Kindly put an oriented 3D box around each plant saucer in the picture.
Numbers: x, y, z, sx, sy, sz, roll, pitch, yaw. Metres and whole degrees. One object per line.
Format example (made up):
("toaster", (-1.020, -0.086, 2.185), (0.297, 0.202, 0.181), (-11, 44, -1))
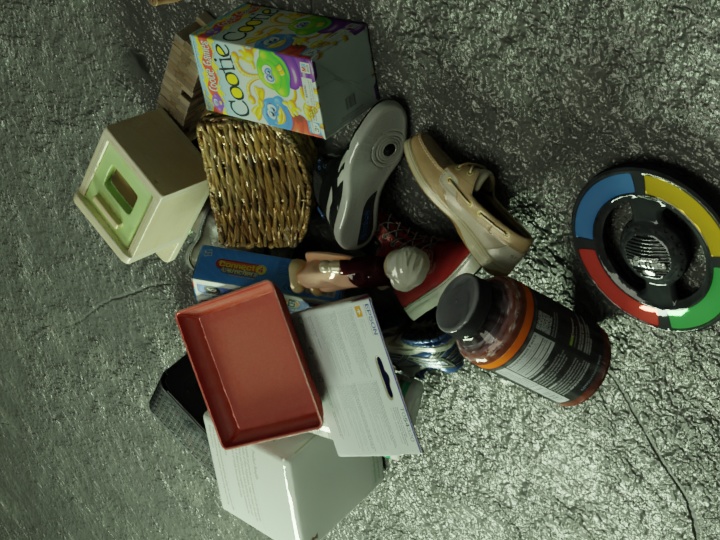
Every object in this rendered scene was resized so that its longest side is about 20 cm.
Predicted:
("plant saucer", (-0.139, 0.123, 1.699), (0.199, 0.037, 0.201), (-18, 92, 42))

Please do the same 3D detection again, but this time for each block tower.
("block tower", (-0.227, -0.250, 1.732), (0.054, 0.058, 0.200), (42, 142, 11))

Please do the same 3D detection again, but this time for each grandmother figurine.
("grandmother figurine", (0.000, 0.000, 1.579), (0.199, 0.121, 0.061), (-6, 87, 42))

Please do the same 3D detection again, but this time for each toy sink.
("toy sink", (-0.304, -0.098, 1.771), (0.131, 0.112, 0.200), (50, 136, 13))

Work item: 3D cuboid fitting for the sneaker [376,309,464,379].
("sneaker", (0.056, 0.107, 1.724), (0.199, 0.077, 0.085), (1, 128, 49))

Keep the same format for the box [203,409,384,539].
("box", (-0.094, 0.260, 1.906), (0.171, 0.200, 0.200), (24, 135, 35))

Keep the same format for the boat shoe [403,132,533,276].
("boat shoe", (0.128, -0.088, 1.487), (0.069, 0.074, 0.200), (-44, 73, 27))

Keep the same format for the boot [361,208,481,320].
("boot", (0.073, -0.031, 1.591), (0.145, 0.072, 0.200), (53, 147, 0))

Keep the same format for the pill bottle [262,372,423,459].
("pill bottle", (-0.024, 0.173, 1.752), (0.199, 0.113, 0.114), (17, 135, 11))

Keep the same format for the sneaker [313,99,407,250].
("sneaker", (-0.012, -0.137, 1.589), (0.112, 0.073, 0.201), (52, 133, 45))

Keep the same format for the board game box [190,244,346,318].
("board game box", (-0.118, 0.054, 1.768), (0.198, 0.056, 0.196), (10, 149, 5))

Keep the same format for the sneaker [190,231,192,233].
("sneaker", (-0.271, -0.113, 1.872), (0.077, 0.084, 0.201), (31, 140, 23))

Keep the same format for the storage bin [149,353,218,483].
("storage bin", (-0.222, 0.225, 2.064), (0.200, 0.135, 0.094), (45, 144, 8))

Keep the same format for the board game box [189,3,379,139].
("board game box", (-0.092, -0.242, 1.553), (0.199, 0.105, 0.104), (17, 132, 36))

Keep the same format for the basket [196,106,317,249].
("basket", (-0.122, -0.148, 1.702), (0.142, 0.149, 0.201), (-1, 126, 9))

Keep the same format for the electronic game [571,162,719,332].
("electronic game", (0.310, -0.022, 1.368), (0.199, 0.042, 0.201), (27, 138, 28))

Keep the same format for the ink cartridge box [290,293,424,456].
("ink cartridge box", (0.005, 0.131, 1.599), (0.200, 0.043, 0.198), (-14, 96, 56))

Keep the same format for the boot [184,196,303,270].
("boot", (-0.161, -0.018, 1.853), (0.173, 0.069, 0.200), (30, 153, 9))

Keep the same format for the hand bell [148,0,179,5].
("hand bell", (-0.166, -0.345, 1.463), (0.104, 0.200, 0.105), (28, 139, 28))

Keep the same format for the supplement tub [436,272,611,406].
("supplement tub", (0.181, 0.072, 1.460), (0.199, 0.108, 0.107), (27, 154, -29))
